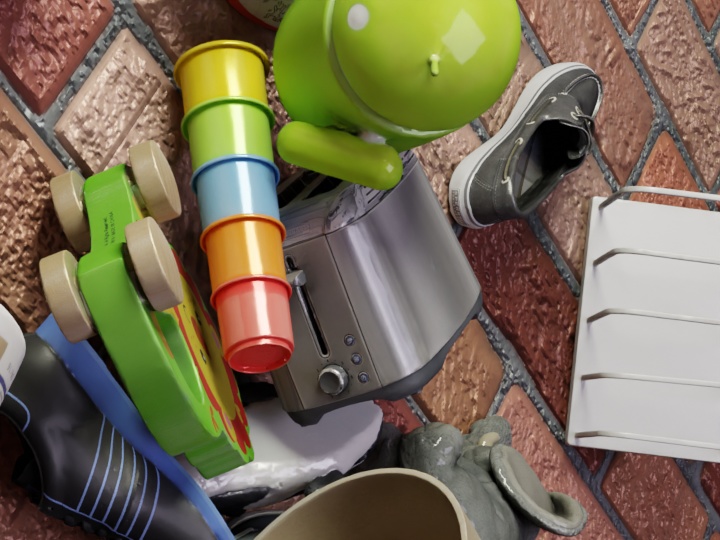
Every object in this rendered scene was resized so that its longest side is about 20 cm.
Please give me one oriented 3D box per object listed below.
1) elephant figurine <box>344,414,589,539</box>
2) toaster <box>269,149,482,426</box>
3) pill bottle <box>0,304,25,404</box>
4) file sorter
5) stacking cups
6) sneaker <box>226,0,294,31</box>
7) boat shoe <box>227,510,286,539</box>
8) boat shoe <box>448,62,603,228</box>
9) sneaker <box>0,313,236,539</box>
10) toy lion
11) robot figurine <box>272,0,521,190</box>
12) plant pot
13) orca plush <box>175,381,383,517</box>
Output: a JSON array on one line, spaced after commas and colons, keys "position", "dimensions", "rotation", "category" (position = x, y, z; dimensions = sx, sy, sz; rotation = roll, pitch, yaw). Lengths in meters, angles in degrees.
[{"position": [0.084, 0.167, 1.300], "dimensions": [0.200, 0.141, 0.156], "rotation": [10, 76, -46], "category": "elephant figurine"}, {"position": [0.000, 0.000, 1.194], "dimensions": [0.130, 0.113, 0.200], "rotation": [67, 27, -12], "category": "toaster"}, {"position": [-0.251, 0.095, 0.908], "dimensions": [0.111, 0.111, 0.201], "rotation": [48, 56, -41], "category": "pill bottle"}, {"position": [0.246, 0.043, 1.468], "dimensions": [0.125, 0.138, 0.201], "rotation": [128, -31, -84], "category": "file sorter"}, {"position": [-0.071, -0.035, 1.108], "dimensions": [0.060, 0.060, 0.201], "rotation": [25, 49, -49], "category": "stacking cups"}, {"position": [-0.044, -0.204, 1.155], "dimensions": [0.201, 0.108, 0.067], "rotation": [36, 64, -46], "category": "sneaker"}, {"position": [-0.074, 0.196, 1.171], "dimensions": [0.200, 0.062, 0.073], "rotation": [-8, 98, -51], "category": "boat shoe"}, {"position": [0.142, -0.096, 1.423], "dimensions": [0.200, 0.066, 0.070], "rotation": [-41, 122, -42], "category": "boat shoe"}, {"position": [-0.140, 0.122, 1.054], "dimensions": [0.078, 0.070, 0.200], "rotation": [-39, 99, -13], "category": "sneaker"}, {"position": [-0.107, 0.038, 1.053], "dimensions": [0.200, 0.068, 0.192], "rotation": [-105, 172, -68], "category": "toy lion"}, {"position": [0.020, -0.129, 1.107], "dimensions": [0.115, 0.200, 0.176], "rotation": [26, 76, -17], "category": "robot figurine"}, {"position": [0.034, 0.250, 1.090], "dimensions": [0.200, 0.187, 0.188], "rotation": [51, 54, -29], "category": "plant pot"}, {"position": [-0.069, 0.137, 1.172], "dimensions": [0.200, 0.105, 0.071], "rotation": [-35, 149, -48], "category": "orca plush"}]
